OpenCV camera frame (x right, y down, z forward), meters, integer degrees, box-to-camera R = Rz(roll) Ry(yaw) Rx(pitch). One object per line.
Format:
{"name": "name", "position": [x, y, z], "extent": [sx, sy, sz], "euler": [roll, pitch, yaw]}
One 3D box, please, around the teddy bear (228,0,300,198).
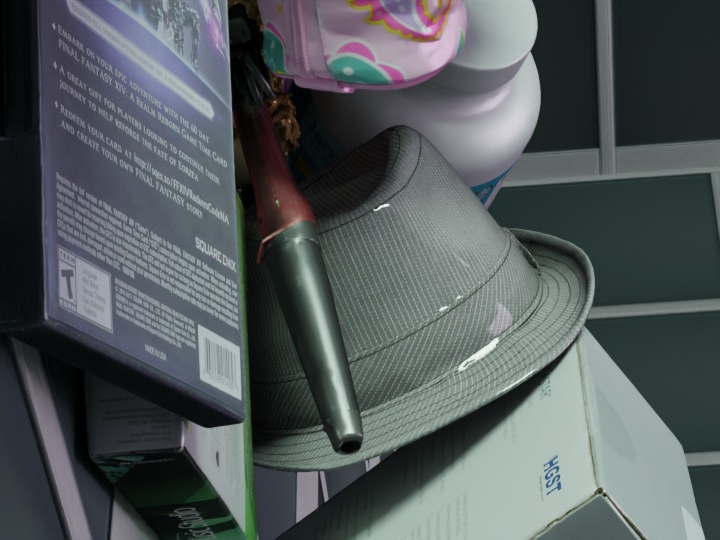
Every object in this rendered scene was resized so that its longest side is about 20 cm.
{"name": "teddy bear", "position": [-0.054, -0.129, 1.086], "extent": [0.145, 0.066, 0.202], "euler": [58, 35, -69]}

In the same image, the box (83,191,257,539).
{"name": "box", "position": [-0.066, 0.016, 0.883], "extent": [0.200, 0.036, 0.145], "euler": [71, 15, -72]}

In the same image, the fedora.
{"name": "fedora", "position": [0.000, 0.000, 1.030], "extent": [0.091, 0.176, 0.200], "euler": [64, -1, -14]}

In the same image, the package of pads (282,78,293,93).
{"name": "package of pads", "position": [-0.015, -0.060, 1.429], "extent": [0.201, 0.075, 0.121], "euler": [-89, 173, -52]}

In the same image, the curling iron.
{"name": "curling iron", "position": [-0.032, -0.018, 0.936], "extent": [0.050, 0.025, 0.201], "euler": [56, 16, -60]}

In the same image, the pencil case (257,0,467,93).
{"name": "pencil case", "position": [-0.013, -0.166, 0.906], "extent": [0.088, 0.087, 0.201], "euler": [-87, 169, -59]}

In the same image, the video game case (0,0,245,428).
{"name": "video game case", "position": [-0.071, -0.065, 0.741], "extent": [0.143, 0.019, 0.202], "euler": [36, 47, -66]}

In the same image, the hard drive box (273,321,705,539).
{"name": "hard drive box", "position": [0.032, 0.130, 0.960], "extent": [0.077, 0.200, 0.156], "euler": [49, 16, -15]}

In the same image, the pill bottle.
{"name": "pill bottle", "position": [0.016, -0.062, 1.161], "extent": [0.200, 0.110, 0.111], "euler": [119, -24, -52]}
